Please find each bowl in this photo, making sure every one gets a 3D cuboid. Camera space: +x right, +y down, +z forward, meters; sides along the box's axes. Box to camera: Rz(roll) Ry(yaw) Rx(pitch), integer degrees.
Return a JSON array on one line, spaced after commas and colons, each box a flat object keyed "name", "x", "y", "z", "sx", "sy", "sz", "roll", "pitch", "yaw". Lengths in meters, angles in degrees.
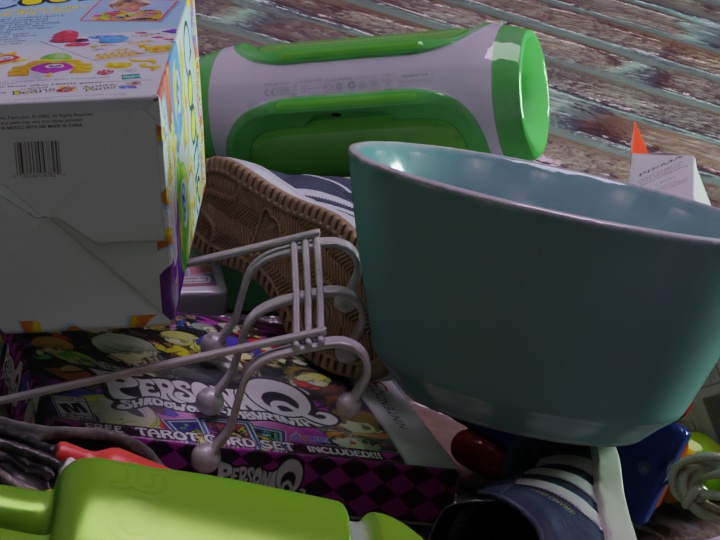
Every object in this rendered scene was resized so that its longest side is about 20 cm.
[{"name": "bowl", "x": 0.083, "y": 0.014, "z": 1.165, "sx": 0.199, "sy": 0.106, "sz": 0.201, "roll": 10, "pitch": 8, "yaw": -1}]

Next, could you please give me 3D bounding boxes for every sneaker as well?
[{"name": "sneaker", "x": 0.068, "y": 0.112, "z": 1.134, "sx": 0.084, "sy": 0.075, "sz": 0.200, "roll": 15, "pitch": 16, "yaw": -10}, {"name": "sneaker", "x": 0.000, "y": 0.000, "z": 1.342, "sx": 0.108, "sy": 0.070, "sz": 0.200, "roll": 11, "pitch": 18, "yaw": -39}]

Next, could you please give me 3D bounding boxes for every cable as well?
[{"name": "cable", "x": -0.141, "y": 0.068, "z": 1.052, "sx": 0.200, "sy": 0.050, "sz": 0.097, "roll": 37, "pitch": 35, "yaw": -13}]

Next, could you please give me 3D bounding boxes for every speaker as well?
[{"name": "speaker", "x": 0.004, "y": -0.095, "z": 1.494, "sx": 0.199, "sy": 0.089, "sz": 0.088, "roll": -3, "pitch": 12, "yaw": 17}]

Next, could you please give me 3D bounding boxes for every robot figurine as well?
[{"name": "robot figurine", "x": -0.051, "y": 0.131, "z": 0.905, "sx": 0.199, "sy": 0.116, "sz": 0.176, "roll": 11, "pitch": 12, "yaw": -9}]

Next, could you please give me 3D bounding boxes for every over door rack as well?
[{"name": "over door rack", "x": -0.096, "y": 0.035, "z": 1.174, "sx": 0.199, "sy": 0.067, "sz": 0.148, "roll": -2, "pitch": 19, "yaw": -1}]

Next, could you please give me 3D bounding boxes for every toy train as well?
[{"name": "toy train", "x": 0.149, "y": 0.097, "z": 1.270, "sx": 0.199, "sy": 0.085, "sz": 0.116, "roll": 28, "pitch": 5, "yaw": 30}]

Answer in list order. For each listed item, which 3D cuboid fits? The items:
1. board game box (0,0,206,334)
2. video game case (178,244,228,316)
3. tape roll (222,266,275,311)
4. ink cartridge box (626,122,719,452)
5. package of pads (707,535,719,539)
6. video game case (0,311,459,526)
[{"name": "board game box", "x": -0.129, "y": -0.055, "z": 1.172, "sx": 0.104, "sy": 0.104, "sz": 0.200, "roll": -2, "pitch": 20, "yaw": 2}, {"name": "video game case", "x": -0.157, "y": -0.038, "z": 1.423, "sx": 0.142, "sy": 0.018, "sz": 0.200, "roll": -2, "pitch": 36, "yaw": -12}, {"name": "tape roll", "x": -0.095, "y": -0.033, "z": 1.538, "sx": 0.199, "sy": 0.048, "sz": 0.201, "roll": 12, "pitch": 16, "yaw": -3}, {"name": "ink cartridge box", "x": 0.190, "y": 0.011, "z": 1.395, "sx": 0.057, "sy": 0.163, "sz": 0.200, "roll": -18, "pitch": 16, "yaw": 19}, {"name": "package of pads", "x": 0.156, "y": 0.155, "z": 0.980, "sx": 0.075, "sy": 0.121, "sz": 0.200, "roll": 23, "pitch": 18, "yaw": 31}, {"name": "video game case", "x": -0.072, "y": 0.065, "z": 1.251, "sx": 0.199, "sy": 0.036, "sz": 0.181, "roll": 7, "pitch": 17, "yaw": -19}]
